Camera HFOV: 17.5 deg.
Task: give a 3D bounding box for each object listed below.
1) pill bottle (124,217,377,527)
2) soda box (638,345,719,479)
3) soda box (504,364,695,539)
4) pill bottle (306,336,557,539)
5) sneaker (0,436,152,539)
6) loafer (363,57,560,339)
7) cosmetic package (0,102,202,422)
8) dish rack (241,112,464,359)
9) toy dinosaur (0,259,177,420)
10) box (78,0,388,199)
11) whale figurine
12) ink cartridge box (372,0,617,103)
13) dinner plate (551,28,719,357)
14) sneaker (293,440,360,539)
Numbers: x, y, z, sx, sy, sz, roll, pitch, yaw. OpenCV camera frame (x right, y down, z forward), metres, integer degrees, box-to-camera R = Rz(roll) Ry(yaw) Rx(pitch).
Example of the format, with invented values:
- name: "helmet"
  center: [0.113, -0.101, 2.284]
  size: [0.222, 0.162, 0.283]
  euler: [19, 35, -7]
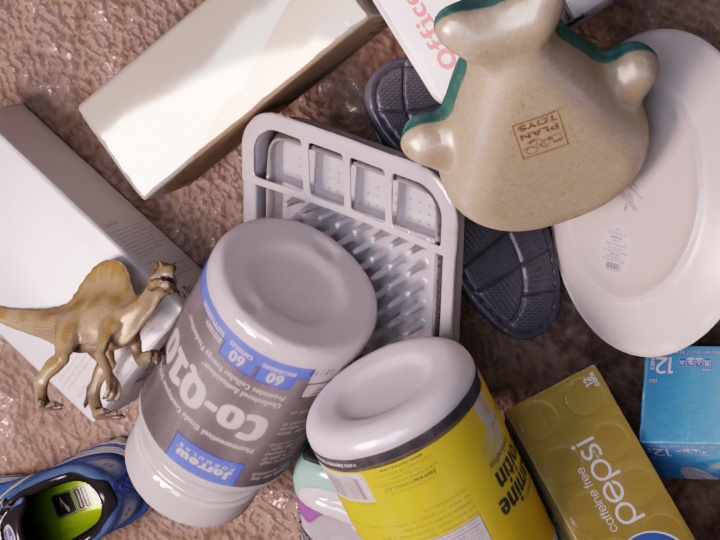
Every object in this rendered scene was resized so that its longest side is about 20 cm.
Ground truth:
- name: "pill bottle"
  center: [-0.077, 0.071, 1.503]
  size: [0.114, 0.114, 0.201]
  euler: [39, 133, 8]
- name: "soda box"
  center: [0.277, 0.090, 1.451]
  size: [0.198, 0.064, 0.068]
  euler: [0, 64, 18]
- name: "soda box"
  center: [0.162, 0.165, 1.444]
  size: [0.067, 0.064, 0.201]
  euler: [-26, 68, -7]
- name: "pill bottle"
  center: [0.054, 0.149, 1.426]
  size: [0.111, 0.112, 0.201]
  euler: [-18, 115, 19]
- name: "sneaker"
  center: [-0.239, 0.177, 1.628]
  size: [0.199, 0.089, 0.079]
  euler: [-28, 89, 20]
- name: "loafer"
  center: [0.065, -0.047, 1.521]
  size: [0.072, 0.063, 0.201]
  euler: [-31, 93, -11]
- name: "cosmetic package"
  center: [-0.207, -0.008, 1.594]
  size: [0.200, 0.081, 0.113]
  euler: [45, 108, 8]
- name: "dish rack"
  center: [0.000, 0.000, 1.510]
  size: [0.171, 0.043, 0.202]
  euler: [21, 123, 31]
- name: "toy dinosaur"
  center: [-0.179, 0.043, 1.520]
  size: [0.199, 0.058, 0.102]
  euler: [-10, 69, 39]
- name: "box"
  center: [-0.077, -0.139, 1.525]
  size: [0.200, 0.095, 0.078]
  euler: [-37, 87, 21]
- name: "whale figurine"
  center: [0.095, -0.112, 1.370]
  size: [0.158, 0.200, 0.104]
  euler: [-19, 54, 7]
- name: "ink cartridge box"
  center: [0.102, -0.218, 1.459]
  size: [0.199, 0.084, 0.147]
  euler: [-32, 89, 20]
- name: "dinner plate"
  center: [0.172, -0.048, 1.431]
  size: [0.200, 0.024, 0.202]
  euler: [-4, 85, 58]
- name: "sneaker"
  center: [0.053, 0.183, 1.553]
  size: [0.198, 0.078, 0.141]
  euler: [7, 118, 7]
